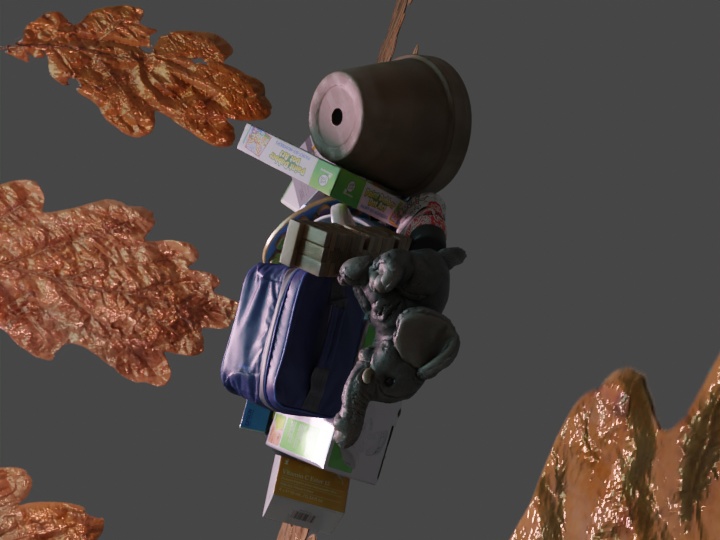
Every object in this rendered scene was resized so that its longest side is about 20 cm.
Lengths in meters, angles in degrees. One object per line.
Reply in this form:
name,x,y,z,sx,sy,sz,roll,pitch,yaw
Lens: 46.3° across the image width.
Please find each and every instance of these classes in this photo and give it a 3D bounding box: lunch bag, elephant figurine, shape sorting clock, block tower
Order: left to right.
lunch bag,-0.074,0.082,1.075,0.131,0.135,0.204,7,80,42
shape sorting clock,-0.070,-0.051,1.396,0.040,0.197,0.201,62,152,24
block tower,-0.013,-0.025,1.040,0.198,0.057,0.055,0,-72,-55
elephant figurine,0.046,0.084,0.962,0.141,0.152,0.205,7,-109,-63

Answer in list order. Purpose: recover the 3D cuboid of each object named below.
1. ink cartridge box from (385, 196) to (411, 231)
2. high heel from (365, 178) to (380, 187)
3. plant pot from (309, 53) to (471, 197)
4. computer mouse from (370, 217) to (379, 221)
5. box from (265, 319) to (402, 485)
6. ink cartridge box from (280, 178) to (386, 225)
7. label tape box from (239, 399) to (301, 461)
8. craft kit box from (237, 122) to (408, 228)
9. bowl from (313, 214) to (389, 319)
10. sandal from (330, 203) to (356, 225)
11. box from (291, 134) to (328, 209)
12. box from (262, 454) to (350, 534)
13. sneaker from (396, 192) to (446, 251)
ink cartridge box,0.082,-0.102,1.385,0.199,0.043,0.203,119,165,-57
high heel,0.043,-0.176,1.383,0.096,0.066,0.203,-21,47,67
plant pot,0.028,-0.205,1.174,0.198,0.171,0.205,4,95,48
computer mouse,-0.017,-0.033,1.518,0.202,0.137,0.047,84,179,-53
box,-0.027,0.174,1.175,0.175,0.095,0.204,2,71,59
ink cartridge box,-0.025,-0.134,1.549,0.087,0.198,0.147,32,92,53
label tape box,-0.089,0.231,1.373,0.067,0.196,0.145,112,172,-51
craft kit box,-0.047,-0.133,1.212,0.199,0.196,0.049,20,-85,-54
bowl,0.000,0.000,1.338,0.105,0.199,0.204,-25,-40,-55
sandal,-0.022,-0.021,1.197,0.204,0.049,0.084,73,-168,-49
box,-0.035,-0.203,1.398,0.200,0.041,0.157,-43,36,20
box,-0.079,0.318,1.419,0.098,0.122,0.203,115,168,-50
sneaker,0.069,-0.018,1.198,0.109,0.066,0.203,-84,15,-44
